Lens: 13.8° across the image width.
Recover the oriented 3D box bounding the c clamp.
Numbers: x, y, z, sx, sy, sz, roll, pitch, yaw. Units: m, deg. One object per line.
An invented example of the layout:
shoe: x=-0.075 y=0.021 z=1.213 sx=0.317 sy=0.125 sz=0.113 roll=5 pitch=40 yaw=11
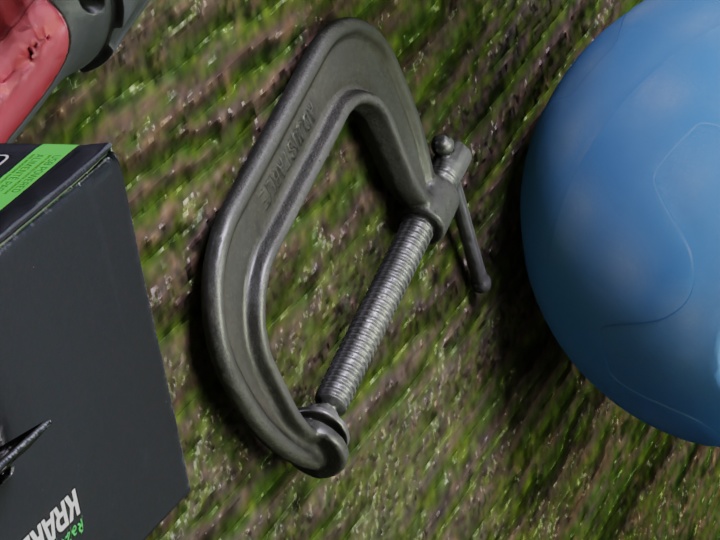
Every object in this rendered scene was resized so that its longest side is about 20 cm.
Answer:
c clamp: x=0.000 y=0.000 z=1.119 sx=0.200 sy=0.027 sz=0.171 roll=-58 pitch=141 yaw=-44

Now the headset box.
headset box: x=-0.156 y=0.046 z=0.640 sx=0.174 sy=0.199 sz=0.093 roll=-44 pitch=131 yaw=-51

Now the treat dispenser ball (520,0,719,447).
treat dispenser ball: x=0.167 y=-0.024 z=1.250 sx=0.201 sy=0.200 sz=0.202 roll=-10 pitch=102 yaw=-62

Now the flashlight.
flashlight: x=-0.117 y=-0.048 z=0.850 sx=0.200 sy=0.067 sz=0.068 roll=-58 pitch=138 yaw=-41
